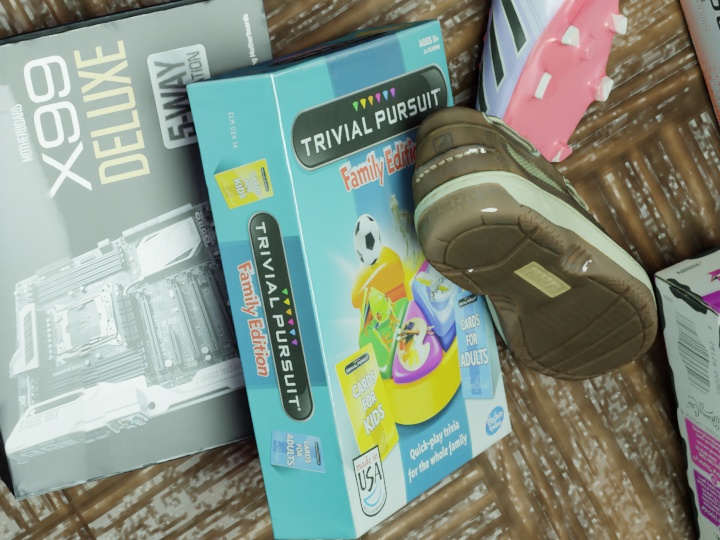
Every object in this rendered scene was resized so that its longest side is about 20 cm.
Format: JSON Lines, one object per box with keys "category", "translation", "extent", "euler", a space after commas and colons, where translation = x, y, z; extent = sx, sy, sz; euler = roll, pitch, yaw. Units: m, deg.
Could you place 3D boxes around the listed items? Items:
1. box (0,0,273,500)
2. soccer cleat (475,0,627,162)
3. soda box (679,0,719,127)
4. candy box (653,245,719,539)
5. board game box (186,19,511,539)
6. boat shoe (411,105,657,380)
{"category": "box", "translation": [-0.105, -0.015, 1.009], "extent": [0.157, 0.050, 0.201], "euler": [-13, 101, -16]}
{"category": "soccer cleat", "translation": [0.087, -0.138, 1.056], "extent": [0.067, 0.076, 0.201], "euler": [-2, 115, -51]}
{"category": "soda box", "translation": [0.191, -0.149, 1.076], "extent": [0.063, 0.068, 0.201], "euler": [-24, 102, -17]}
{"category": "candy box", "translation": [0.227, 0.072, 1.091], "extent": [0.136, 0.061, 0.201], "euler": [-22, 117, -18]}
{"category": "board game box", "translation": [0.000, 0.000, 1.000], "extent": [0.151, 0.047, 0.201], "euler": [-27, 109, -57]}
{"category": "boat shoe", "translation": [0.082, -0.016, 1.029], "extent": [0.074, 0.202, 0.075], "euler": [-23, 60, 13]}
